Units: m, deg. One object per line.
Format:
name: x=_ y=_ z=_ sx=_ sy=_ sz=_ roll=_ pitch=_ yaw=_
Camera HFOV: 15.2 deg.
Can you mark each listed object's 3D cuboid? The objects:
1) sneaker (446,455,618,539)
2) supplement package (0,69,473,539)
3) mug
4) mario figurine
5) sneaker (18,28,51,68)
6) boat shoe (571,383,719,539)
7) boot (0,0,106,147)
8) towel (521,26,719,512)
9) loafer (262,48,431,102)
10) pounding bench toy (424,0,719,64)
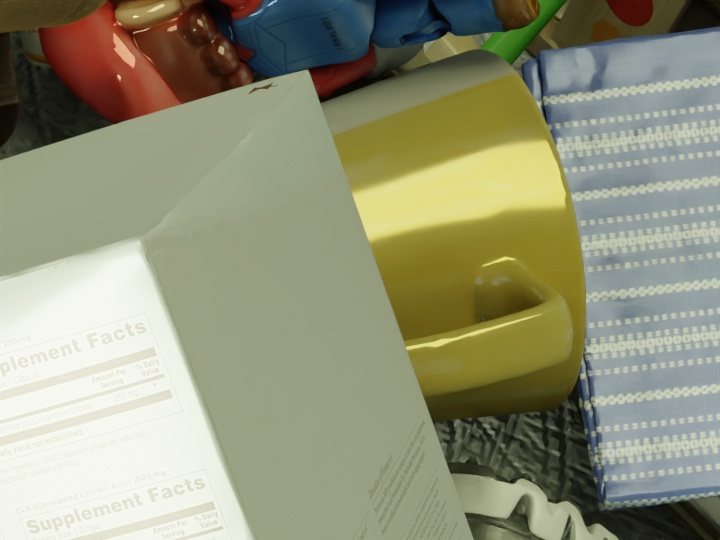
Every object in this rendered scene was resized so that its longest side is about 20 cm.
sneaker: x=0.106 y=0.151 z=1.063 sx=0.199 sy=0.066 sz=0.091 roll=23 pitch=67 yaw=-12
supplement package: x=-0.072 y=0.069 z=0.891 sx=0.191 sy=0.146 sz=0.201 roll=-53 pitch=126 yaw=-66
mug: x=-0.003 y=-0.007 z=1.066 sx=0.152 sy=0.187 sz=0.151 roll=-11 pitch=78 yaw=-16
mario figurine: x=-0.035 y=-0.121 z=1.069 sx=0.199 sy=0.124 sz=0.106 roll=-14 pitch=18 yaw=14
sneaker: x=-0.091 y=-0.140 z=1.188 sx=0.078 sy=0.080 sz=0.200 roll=13 pitch=22 yaw=31
boat shoe: x=0.117 y=0.047 z=1.133 sx=0.074 sy=0.069 sz=0.200 roll=-23 pitch=62 yaw=-31
boot: x=-0.151 y=-0.154 z=1.044 sx=0.076 sy=0.200 sz=0.156 roll=-7 pitch=67 yaw=-19
towel: x=0.149 y=-0.007 z=1.095 sx=0.144 sy=0.024 sz=0.202 roll=-8 pitch=71 yaw=0
loafer: x=-0.028 y=-0.125 z=1.156 sx=0.075 sy=0.200 sz=0.069 roll=-22 pitch=37 yaw=14
pounding bench toy: x=0.124 y=-0.152 z=1.217 sx=0.124 sy=0.156 sz=0.200 roll=44 pitch=54 yaw=13
